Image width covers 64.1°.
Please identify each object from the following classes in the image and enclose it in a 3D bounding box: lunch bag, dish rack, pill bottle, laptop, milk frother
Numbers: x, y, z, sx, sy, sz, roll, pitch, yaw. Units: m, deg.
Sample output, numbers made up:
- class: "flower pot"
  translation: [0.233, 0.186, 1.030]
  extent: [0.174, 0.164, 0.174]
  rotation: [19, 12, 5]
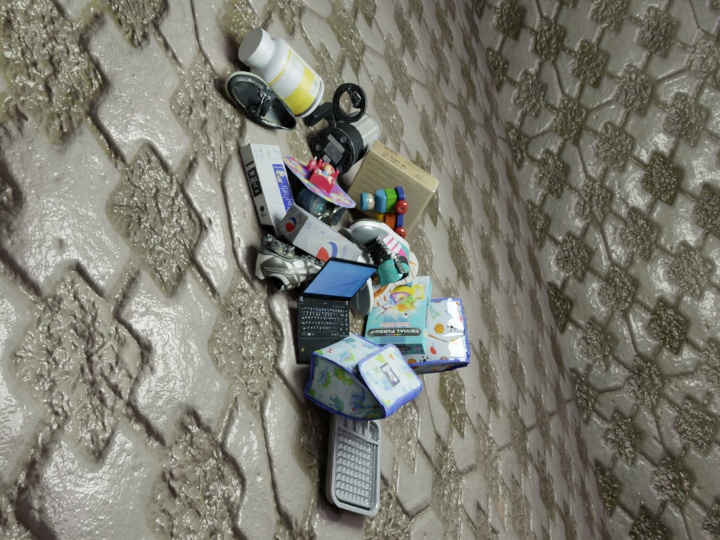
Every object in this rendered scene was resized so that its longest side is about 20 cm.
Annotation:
- class: "lunch bag"
  translation: [0.178, 0.172, 1.475]
  extent: [0.124, 0.193, 0.176]
  rotation: [43, 38, -62]
- class: "dish rack"
  translation: [-0.018, 0.397, 1.204]
  extent: [0.171, 0.042, 0.206]
  rotation: [38, 45, -45]
- class: "pill bottle"
  translation: [-0.180, -0.449, 1.304]
  extent: [0.198, 0.109, 0.116]
  rotation: [33, 48, -46]
- class: "laptop"
  translation: [-0.044, 0.088, 1.223]
  extent: [0.175, 0.101, 0.209]
  rotation: [9, 77, -52]
- class: "milk frother"
  translation: [-0.017, -0.369, 1.447]
  extent: [0.184, 0.196, 0.189]
  rotation: [59, 33, -12]
- class: "lunch bag"
  translation: [0.011, 0.224, 1.172]
  extent: [0.168, 0.195, 0.132]
  rotation: [-15, 123, -57]

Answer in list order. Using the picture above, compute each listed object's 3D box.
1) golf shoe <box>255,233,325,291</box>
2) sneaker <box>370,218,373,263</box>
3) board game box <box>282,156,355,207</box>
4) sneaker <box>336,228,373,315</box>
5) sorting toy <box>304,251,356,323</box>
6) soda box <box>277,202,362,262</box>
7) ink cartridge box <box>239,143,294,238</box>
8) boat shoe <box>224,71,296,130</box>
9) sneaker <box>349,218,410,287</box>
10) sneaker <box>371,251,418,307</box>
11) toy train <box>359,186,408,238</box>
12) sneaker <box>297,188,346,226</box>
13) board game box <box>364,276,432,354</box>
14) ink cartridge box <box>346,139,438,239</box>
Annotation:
- class: "golf shoe"
  translation: [-0.138, 0.002, 1.184]
  extent: [0.197, 0.077, 0.097]
  rotation: [25, 89, -40]
- class: "sneaker"
  translation: [0.034, -0.091, 1.506]
  extent: [0.115, 0.072, 0.207]
  rotation: [34, 49, -50]
- class: "board game box"
  translation: [-0.087, -0.218, 1.301]
  extent: [0.155, 0.040, 0.200]
  rotation: [9, 31, -51]
- class: "sneaker"
  translation: [0.000, 0.000, 1.347]
  extent: [0.079, 0.069, 0.208]
  rotation: [-9, 86, -60]
- class: "sorting toy"
  translation: [-0.073, 0.006, 1.327]
  extent: [0.183, 0.036, 0.208]
  rotation: [26, 58, -51]
- class: "soda box"
  translation: [-0.082, -0.063, 1.219]
  extent: [0.068, 0.064, 0.198]
  rotation: [40, 6, 39]
- class: "ink cartridge box"
  translation: [-0.187, -0.165, 1.220]
  extent: [0.098, 0.038, 0.207]
  rotation: [-11, 83, -59]
- class: "boat shoe"
  translation: [-0.207, -0.355, 1.239]
  extent: [0.066, 0.075, 0.198]
  rotation: [46, 8, 32]
- class: "sneaker"
  translation: [0.049, -0.028, 1.315]
  extent: [0.197, 0.082, 0.125]
  rotation: [26, 48, -42]
- class: "sneaker"
  translation: [0.066, 0.018, 1.436]
  extent: [0.198, 0.076, 0.080]
  rotation: [-36, 102, -29]
- class: "toy train"
  translation: [0.053, -0.105, 1.429]
  extent: [0.086, 0.111, 0.206]
  rotation: [-101, -169, -56]
- class: "sneaker"
  translation: [-0.086, -0.161, 1.344]
  extent: [0.085, 0.079, 0.199]
  rotation: [33, 9, 12]
- class: "board game box"
  translation: [0.095, 0.109, 1.423]
  extent: [0.048, 0.145, 0.205]
  rotation: [68, 26, -45]
- class: "ink cartridge box"
  translation: [0.078, -0.206, 1.475]
  extent: [0.196, 0.167, 0.076]
  rotation: [32, 36, -3]
